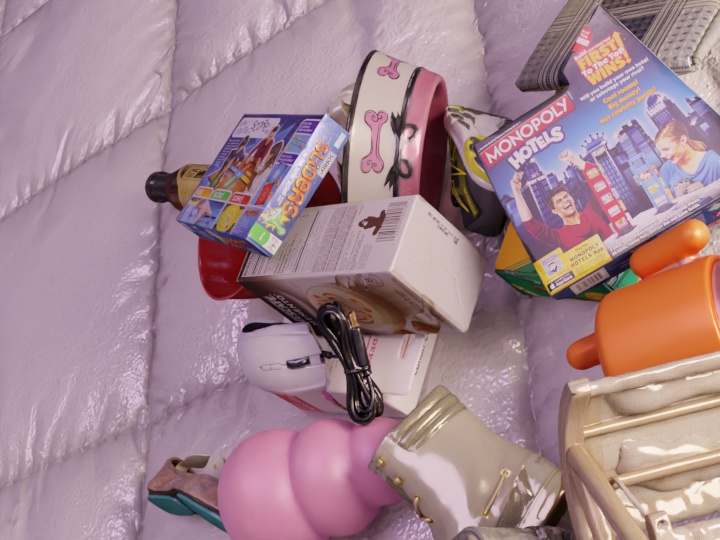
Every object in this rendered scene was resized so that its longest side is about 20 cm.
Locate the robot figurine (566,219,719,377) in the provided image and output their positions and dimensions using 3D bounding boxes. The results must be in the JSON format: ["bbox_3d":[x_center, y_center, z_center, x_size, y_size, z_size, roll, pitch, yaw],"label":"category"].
[{"bbox_3d":[0.257,0.050,0.894,0.198,0.116,0.145,-23,46,32],"label":"robot figurine"}]

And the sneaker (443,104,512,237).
[{"bbox_3d":[0.111,-0.100,1.150,0.201,0.073,0.086,-89,12,-65],"label":"sneaker"}]

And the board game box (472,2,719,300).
[{"bbox_3d":[0.205,-0.107,0.981,0.199,0.062,0.202,-30,66,14],"label":"board game box"}]

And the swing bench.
[{"bbox_3d":[0.250,0.157,0.757,0.196,0.131,0.201,-11,45,-8],"label":"swing bench"}]

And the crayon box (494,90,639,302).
[{"bbox_3d":[0.210,-0.074,1.066,0.118,0.058,0.202,5,68,45],"label":"crayon box"}]

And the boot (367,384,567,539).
[{"bbox_3d":[0.063,0.211,0.970,0.154,0.072,0.201,34,83,24],"label":"boot"}]

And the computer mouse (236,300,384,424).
[{"bbox_3d":[-0.063,0.087,1.107,0.044,0.111,0.199,-26,13,-38],"label":"computer mouse"}]

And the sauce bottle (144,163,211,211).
[{"bbox_3d":[-0.201,-0.101,1.480,0.198,0.066,0.067,7,69,44],"label":"sauce bottle"}]

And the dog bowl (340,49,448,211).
[{"bbox_3d":[0.039,-0.113,1.169,0.073,0.201,0.203,8,66,12],"label":"dog bowl"}]

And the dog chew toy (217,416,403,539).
[{"bbox_3d":[-0.033,0.193,1.086,0.198,0.124,0.126,-23,50,23],"label":"dog chew toy"}]

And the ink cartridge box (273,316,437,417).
[{"bbox_3d":[0.005,0.078,1.159,0.198,0.067,0.118,-2,63,45],"label":"ink cartridge box"}]

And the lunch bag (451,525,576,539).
[{"bbox_3d":[0.142,0.280,0.822,0.140,0.166,0.201,-59,36,32],"label":"lunch bag"}]

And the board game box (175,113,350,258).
[{"bbox_3d":[-0.099,-0.087,1.136,0.136,0.034,0.199,-58,26,-8],"label":"board game box"}]

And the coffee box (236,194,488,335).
[{"bbox_3d":[0.000,0.000,1.077,0.198,0.114,0.081,-4,57,45],"label":"coffee box"}]

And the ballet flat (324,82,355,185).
[{"bbox_3d":[-0.008,-0.155,1.328,0.069,0.069,0.202,-32,45,24],"label":"ballet flat"}]

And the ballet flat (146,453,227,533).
[{"bbox_3d":[-0.161,0.221,1.214,0.199,0.068,0.068,0,52,55],"label":"ballet flat"}]

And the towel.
[{"bbox_3d":[0.263,-0.236,1.107,0.191,0.035,0.201,-1,44,45],"label":"towel"}]

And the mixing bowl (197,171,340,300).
[{"bbox_3d":[-0.087,-0.053,1.286,0.200,0.107,0.203,-34,48,47],"label":"mixing bowl"}]
